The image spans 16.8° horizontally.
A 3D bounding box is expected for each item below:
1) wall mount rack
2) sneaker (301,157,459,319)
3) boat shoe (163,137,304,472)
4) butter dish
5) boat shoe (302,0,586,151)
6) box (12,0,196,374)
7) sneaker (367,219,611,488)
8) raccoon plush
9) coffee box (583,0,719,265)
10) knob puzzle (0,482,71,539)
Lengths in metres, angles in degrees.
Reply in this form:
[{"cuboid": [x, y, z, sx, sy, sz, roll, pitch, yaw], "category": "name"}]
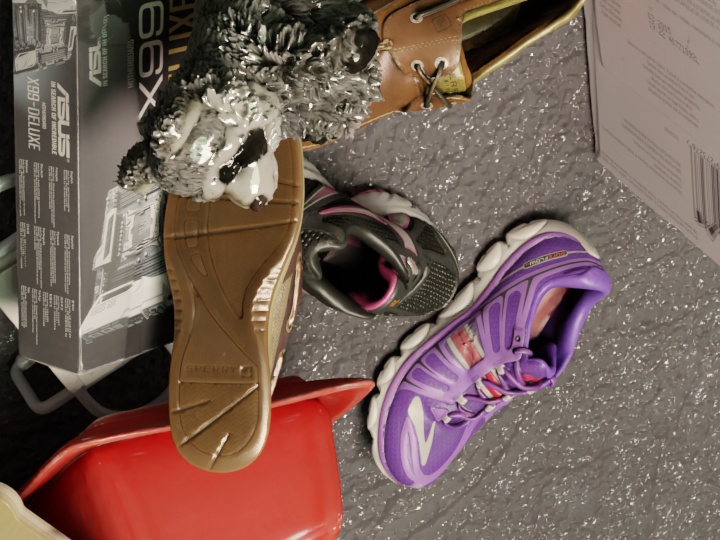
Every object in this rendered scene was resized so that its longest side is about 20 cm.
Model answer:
[{"cuboid": [-0.145, -0.014, 1.361, 0.174, 0.075, 0.200, -34, 133, -3], "category": "wall mount rack"}, {"cuboid": [0.000, 0.000, 1.432, 0.200, 0.086, 0.080, 18, 113, -52], "category": "sneaker"}, {"cuboid": [-0.064, 0.004, 1.293, 0.072, 0.072, 0.201, 3, 92, 6], "category": "boat shoe"}, {"cuboid": [-0.091, 0.157, 1.411, 0.199, 0.148, 0.200, -10, 167, -25], "category": "butter dish"}, {"cuboid": [0.034, -0.122, 1.315, 0.200, 0.068, 0.072, -37, 151, -11], "category": "boat shoe"}, {"cuboid": [-0.112, -0.062, 1.292, 0.158, 0.050, 0.201, -19, 116, -50], "category": "box"}, {"cuboid": [0.080, 0.060, 1.537, 0.081, 0.083, 0.200, 26, 106, -40], "category": "sneaker"}, {"cuboid": [-0.083, -0.117, 1.212, 0.134, 0.200, 0.097, -19, 147, -28], "category": "raccoon plush"}, {"cuboid": [0.264, -0.137, 1.437, 0.197, 0.200, 0.200, -22, 128, -17], "category": "coffee box"}, {"cuboid": [-0.232, 0.155, 1.379, 0.030, 0.219, 0.220, -61, 145, -38], "category": "knob puzzle"}]
